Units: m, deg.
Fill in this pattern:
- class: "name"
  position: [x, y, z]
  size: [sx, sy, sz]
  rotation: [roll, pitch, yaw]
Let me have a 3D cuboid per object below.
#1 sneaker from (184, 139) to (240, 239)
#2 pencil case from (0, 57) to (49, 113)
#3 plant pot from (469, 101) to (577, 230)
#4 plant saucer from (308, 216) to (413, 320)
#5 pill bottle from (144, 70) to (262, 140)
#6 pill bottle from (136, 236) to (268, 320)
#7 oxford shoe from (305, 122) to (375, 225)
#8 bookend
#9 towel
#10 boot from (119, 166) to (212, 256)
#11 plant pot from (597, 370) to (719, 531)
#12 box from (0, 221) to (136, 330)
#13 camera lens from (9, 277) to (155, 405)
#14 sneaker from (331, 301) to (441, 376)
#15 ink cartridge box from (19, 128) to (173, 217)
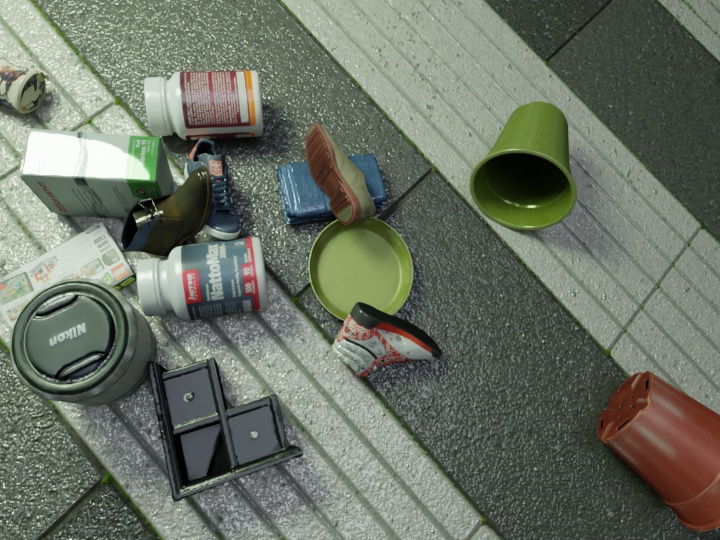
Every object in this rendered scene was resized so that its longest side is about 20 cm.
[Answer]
- class: "sneaker"
  position: [-0.249, -0.144, 0.884]
  size: [0.074, 0.085, 0.202]
  rotation: [-3, 49, -40]
- class: "pencil case"
  position: [-0.648, -0.346, 0.903]
  size: [0.195, 0.078, 0.092]
  rotation: [23, 86, -4]
- class: "plant pot"
  position: [0.329, -0.219, 1.020]
  size: [0.196, 0.201, 0.193]
  rotation: [26, 58, -3]
- class: "plant saucer"
  position: [0.000, 0.000, 0.959]
  size: [0.193, 0.031, 0.207]
  rotation: [3, 74, -11]
- class: "pill bottle"
  position: [-0.278, -0.298, 0.944]
  size: [0.194, 0.114, 0.118]
  rotation: [-6, 75, -13]
- class: "pill bottle"
  position: [-0.255, 0.017, 0.858]
  size: [0.194, 0.120, 0.123]
  rotation: [-8, 76, -13]
- class: "oxford shoe"
  position: [-0.038, -0.175, 0.943]
  size: [0.073, 0.070, 0.204]
  rotation: [-13, 74, -41]
- class: "bookend"
  position: [-0.210, 0.222, 0.823]
  size: [0.194, 0.092, 0.204]
  rotation: [-13, 77, -15]
- class: "towel"
  position: [-0.055, -0.155, 0.983]
  size: [0.194, 0.049, 0.115]
  rotation: [-10, 77, -13]
- class: "boot"
  position: [-0.306, -0.086, 0.824]
  size: [0.095, 0.200, 0.076]
  rotation: [-7, 58, -46]
- class: "plant pot"
  position: [0.538, 0.295, 0.909]
  size: [0.193, 0.202, 0.202]
  rotation: [37, 71, 10]
- class: "box"
  position: [-0.483, 0.020, 0.856]
  size: [0.198, 0.035, 0.111]
  rotation: [-34, 83, -18]
- class: "camera lens"
  position: [-0.391, 0.111, 0.761]
  size: [0.155, 0.200, 0.165]
  rotation: [3, 73, -10]
- class: "sneaker"
  position: [0.043, 0.139, 0.916]
  size: [0.198, 0.068, 0.109]
  rotation: [26, 106, -29]
- class: "ink cartridge box"
  position: [-0.421, -0.153, 0.858]
  size: [0.193, 0.147, 0.086]
  rotation: [1, 72, -11]
